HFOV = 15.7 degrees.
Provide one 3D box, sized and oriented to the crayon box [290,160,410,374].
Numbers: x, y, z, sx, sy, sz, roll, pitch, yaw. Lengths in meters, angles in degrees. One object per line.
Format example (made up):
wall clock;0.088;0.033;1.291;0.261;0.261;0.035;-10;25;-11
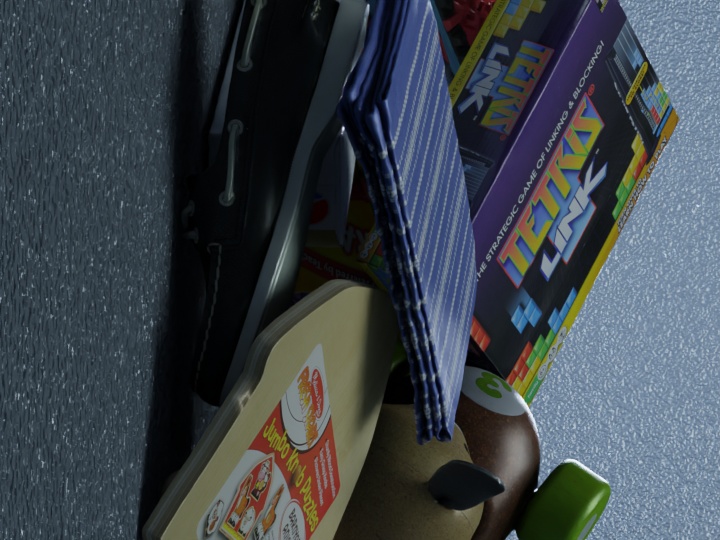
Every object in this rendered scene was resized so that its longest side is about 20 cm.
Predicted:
crayon box;0.000;0.000;1.502;0.051;0.127;0.201;-32;133;-38

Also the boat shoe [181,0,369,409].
boat shoe;-0.050;-0.035;1.196;0.076;0.060;0.201;85;21;-76

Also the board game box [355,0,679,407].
board game box;0.092;-0.047;1.439;0.201;0.057;0.165;-62;151;-13

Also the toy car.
toy car;0.030;0.099;1.351;0.158;0.164;0.200;-52;165;-16

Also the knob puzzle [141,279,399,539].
knob puzzle;-0.041;0.084;1.191;0.220;0.030;0.220;-52;154;-38

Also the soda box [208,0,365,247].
soda box;-0.035;-0.085;1.364;0.200;0.068;0.064;-82;173;-62

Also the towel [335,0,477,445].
towel;0.026;-0.037;1.237;0.145;0.024;0.201;-76;159;-51

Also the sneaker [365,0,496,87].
sneaker;0.011;-0.171;1.472;0.201;0.095;0.079;60;35;-4
